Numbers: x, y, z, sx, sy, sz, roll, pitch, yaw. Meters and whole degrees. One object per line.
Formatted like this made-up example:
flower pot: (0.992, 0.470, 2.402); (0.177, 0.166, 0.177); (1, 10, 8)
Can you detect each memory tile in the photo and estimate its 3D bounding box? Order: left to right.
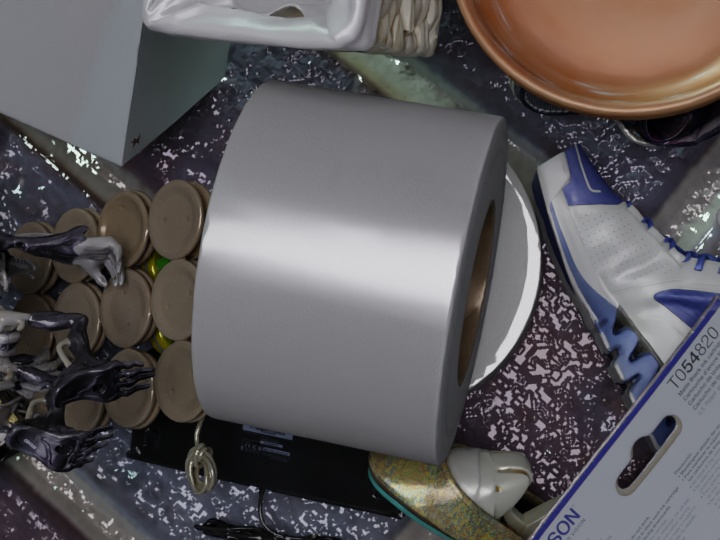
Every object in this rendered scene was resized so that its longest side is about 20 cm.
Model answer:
memory tile: (-0.162, 0.029, 0.943); (0.200, 0.017, 0.154); (-12, 79, 41)

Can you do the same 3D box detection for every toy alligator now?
toy alligator: (-0.095, 0.041, 0.931); (0.059, 0.054, 0.201); (-19, 74, 40)

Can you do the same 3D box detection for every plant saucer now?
plant saucer: (0.149, -0.173, 0.796); (0.200, 0.037, 0.201); (-2, 75, 9)

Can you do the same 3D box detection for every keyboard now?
keyboard: (-0.060, 0.127, 0.949); (0.199, 0.021, 0.127); (10, 95, 20)

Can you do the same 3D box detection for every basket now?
basket: (-0.024, -0.216, 0.804); (0.135, 0.123, 0.201); (9, 93, 25)

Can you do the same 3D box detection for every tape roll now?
tape roll: (0.000, 0.000, 0.842); (0.139, 0.203, 0.203); (11, 85, 11)
tape roll: (0.019, -0.006, 0.959); (0.202, 0.037, 0.203); (-1, 83, 10)

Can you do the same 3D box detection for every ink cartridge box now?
ink cartridge box: (0.211, 0.149, 0.863); (0.200, 0.041, 0.200); (42, 83, -14)

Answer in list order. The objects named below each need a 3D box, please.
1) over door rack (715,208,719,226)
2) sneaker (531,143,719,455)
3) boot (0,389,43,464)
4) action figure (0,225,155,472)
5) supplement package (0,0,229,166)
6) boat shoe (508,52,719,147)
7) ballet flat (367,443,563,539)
over door rack: (0.260, -0.084, 0.857); (0.066, 0.200, 0.148); (16, 87, 20)
sneaker: (0.192, 0.006, 0.918); (0.115, 0.081, 0.200); (-26, 87, 1)
boot: (-0.272, 0.050, 0.980); (0.174, 0.069, 0.200); (43, 101, 14)
action figure: (-0.202, 0.032, 0.901); (0.200, 0.102, 0.119); (48, 120, 38)
supplement package: (-0.188, -0.209, 0.920); (0.200, 0.147, 0.192); (24, 127, 10)
boat shoe: (0.157, -0.113, 0.878); (0.075, 0.200, 0.093); (27, 62, -26)
ballet flat: (0.099, 0.149, 0.888); (0.200, 0.071, 0.071); (35, 89, -11)
